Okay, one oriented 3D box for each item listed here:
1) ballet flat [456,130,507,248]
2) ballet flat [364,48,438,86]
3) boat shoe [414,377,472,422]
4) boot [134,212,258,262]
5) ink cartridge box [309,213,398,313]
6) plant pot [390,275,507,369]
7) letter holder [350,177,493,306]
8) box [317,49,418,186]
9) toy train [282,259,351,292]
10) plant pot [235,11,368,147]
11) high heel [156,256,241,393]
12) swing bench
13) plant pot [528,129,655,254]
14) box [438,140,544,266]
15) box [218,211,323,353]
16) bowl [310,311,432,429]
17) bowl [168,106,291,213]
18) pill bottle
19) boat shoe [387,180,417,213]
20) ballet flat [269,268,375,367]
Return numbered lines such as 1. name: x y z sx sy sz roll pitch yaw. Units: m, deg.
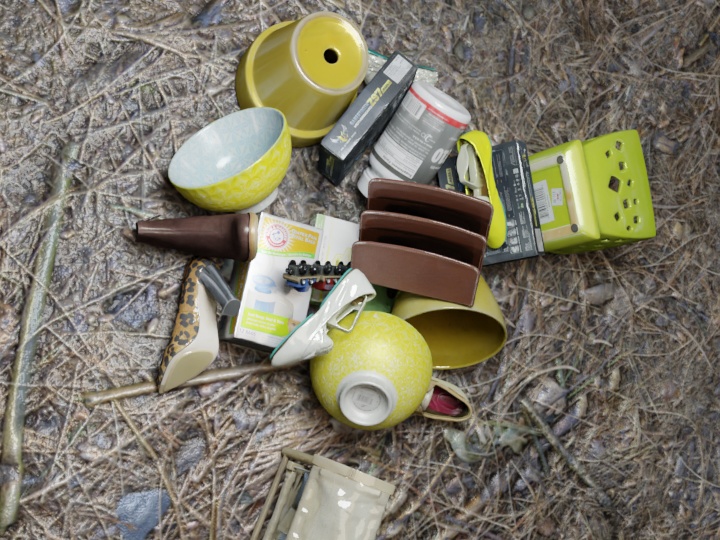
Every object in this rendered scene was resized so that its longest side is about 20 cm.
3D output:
1. ballet flat: 0.194 -0.135 1.427 0.067 0.067 0.202 -6 86 -43
2. ballet flat: 0.045 -0.346 1.496 0.198 0.072 0.072 13 79 -21
3. boat shoe: 0.103 0.207 1.442 0.198 0.066 0.075 16 96 -21
4. boot: -0.243 -0.050 1.257 0.165 0.200 0.073 2 88 -21
5. ink cartridge box: 0.000 0.000 1.442 0.198 0.048 0.147 13 78 -19
6. plant pot: 0.139 0.056 1.435 0.198 0.200 0.143 15 52 -21
7. letter holder: 0.094 -0.048 1.311 0.198 0.143 0.101 13 44 8
8. box: 0.009 -0.245 1.395 0.051 0.158 0.200 38 81 3
9. toy train: -0.056 0.009 1.321 0.199 0.034 0.046 1 103 -59
10. plant pot: -0.080 -0.316 1.367 0.199 0.189 0.203 3 83 -24
11. high heel: -0.271 0.080 1.319 0.071 0.143 0.200 27 106 -47
12. swing bench: -0.069 0.387 1.278 0.129 0.200 0.200 27 74 -18
13. plant pot: 0.381 -0.130 1.524 0.180 0.198 0.202 -9 87 -36
14. box: 0.225 -0.111 1.489 0.051 0.157 0.202 -4 83 -60
15. box: -0.142 0.022 1.345 0.112 0.101 0.202 16 77 -22
16. bowl: 0.012 0.176 1.327 0.198 0.108 0.202 2 116 5
17. bowl: -0.184 -0.151 1.322 0.200 0.199 0.108 -44 130 -22
18. pill bottle: 0.086 -0.201 1.421 0.113 0.114 0.201 25 113 -19
19. boat shoe: 0.131 -0.092 1.401 0.199 0.068 0.074 30 46 -29
20. ballet flat: -0.050 0.082 1.277 0.069 0.069 0.200 47 71 -12
